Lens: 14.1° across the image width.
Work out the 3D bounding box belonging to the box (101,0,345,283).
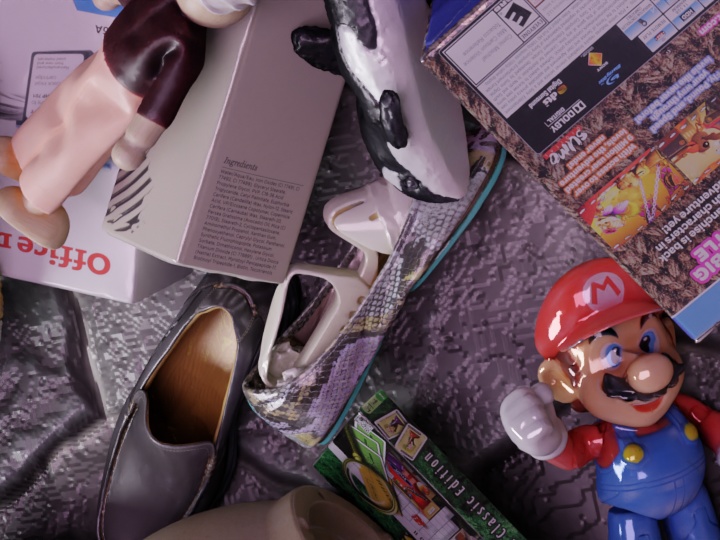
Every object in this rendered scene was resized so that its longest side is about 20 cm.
[{"bbox_3d":[-0.059,-0.099,1.499,0.068,0.082,0.200,22,96,44],"label":"box"}]

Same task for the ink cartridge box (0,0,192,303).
[{"bbox_3d":[-0.161,-0.097,1.567,0.146,0.086,0.200,11,105,17],"label":"ink cartridge box"}]

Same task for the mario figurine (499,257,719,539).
[{"bbox_3d":[0.148,0.090,1.484,0.106,0.123,0.200,-11,103,34],"label":"mario figurine"}]

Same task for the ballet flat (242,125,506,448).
[{"bbox_3d":[0.000,0.000,1.524,0.072,0.072,0.200,34,102,9],"label":"ballet flat"}]

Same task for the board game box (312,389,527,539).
[{"bbox_3d":[0.061,0.155,1.547,0.200,0.105,0.023,46,68,5],"label":"board game box"}]

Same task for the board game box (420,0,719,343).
[{"bbox_3d":[0.155,-0.098,1.406,0.159,0.097,0.200,-40,104,18],"label":"board game box"}]

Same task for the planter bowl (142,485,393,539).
[{"bbox_3d":[-0.038,0.199,1.538,0.135,0.200,0.200,-44,86,15],"label":"planter bowl"}]

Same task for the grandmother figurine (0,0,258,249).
[{"bbox_3d":[-0.112,-0.104,1.455,0.200,0.061,0.121,-42,55,32],"label":"grandmother figurine"}]

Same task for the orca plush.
[{"bbox_3d":[-0.007,-0.113,1.437,0.071,0.105,0.200,-6,141,22],"label":"orca plush"}]

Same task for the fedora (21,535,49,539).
[{"bbox_3d":[-0.173,0.222,1.625,0.092,0.201,0.201,-32,90,-7],"label":"fedora"}]

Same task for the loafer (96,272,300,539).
[{"bbox_3d":[-0.102,0.082,1.593,0.073,0.072,0.200,26,110,11],"label":"loafer"}]

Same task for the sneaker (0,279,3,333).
[{"bbox_3d":[-0.238,-0.017,1.521,0.076,0.088,0.200,4,107,18],"label":"sneaker"}]
